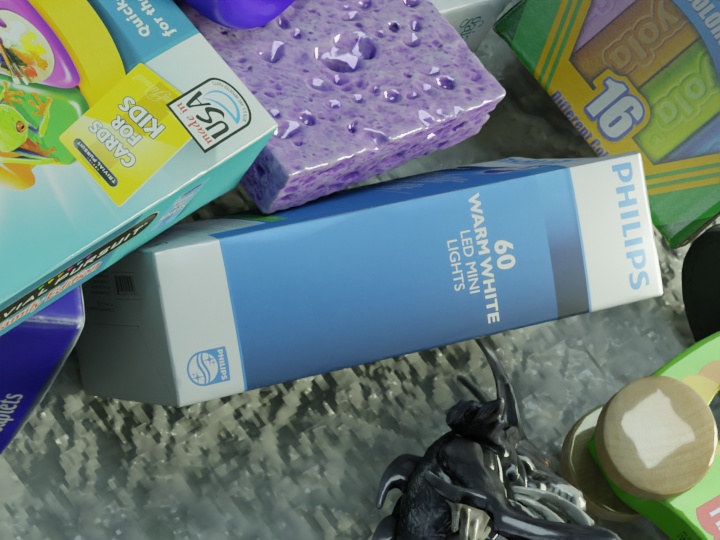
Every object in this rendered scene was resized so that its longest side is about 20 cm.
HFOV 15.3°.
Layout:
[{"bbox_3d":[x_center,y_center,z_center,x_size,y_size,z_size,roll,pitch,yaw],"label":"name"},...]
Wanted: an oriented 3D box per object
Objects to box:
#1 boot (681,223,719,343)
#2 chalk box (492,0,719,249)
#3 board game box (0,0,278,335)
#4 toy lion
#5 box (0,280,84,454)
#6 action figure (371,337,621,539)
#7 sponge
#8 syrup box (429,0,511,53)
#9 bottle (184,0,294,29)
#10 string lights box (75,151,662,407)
[{"bbox_3d":[0.244,0.021,1.175,0.200,0.069,0.174,44,46,-2],"label":"boot"},{"bbox_3d":[0.178,-0.125,1.098,0.124,0.200,0.124,51,26,3],"label":"chalk box"},{"bbox_3d":[-0.148,-0.051,0.886,0.151,0.047,0.200,49,52,7],"label":"board game box"},{"bbox_3d":[0.206,0.102,1.057,0.192,0.069,0.200,-28,82,-18],"label":"toy lion"},{"bbox_3d":[-0.213,-0.042,0.945,0.200,0.105,0.184,4,59,-24],"label":"box"},{"bbox_3d":[0.044,0.126,0.970,0.102,0.119,0.200,23,60,-5],"label":"action figure"},{"bbox_3d":[-0.045,-0.117,1.017,0.111,0.030,0.200,-22,66,-36],"label":"sponge"},{"bbox_3d":[-0.044,-0.102,1.083,0.200,0.079,0.082,-18,70,-34],"label":"syrup box"},{"bbox_3d":[-0.093,-0.174,0.966,0.200,0.065,0.084,46,6,15],"label":"bottle"},{"bbox_3d":[0.000,0.000,1.006,0.200,0.103,0.059,-12,96,-24],"label":"string lights box"}]
